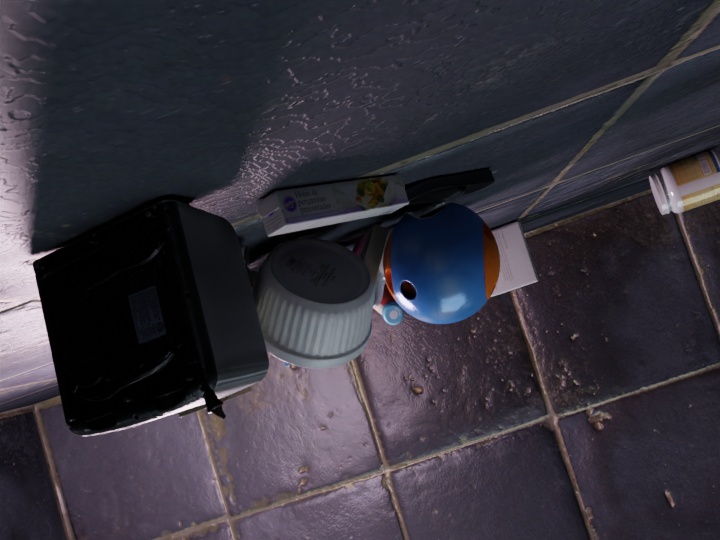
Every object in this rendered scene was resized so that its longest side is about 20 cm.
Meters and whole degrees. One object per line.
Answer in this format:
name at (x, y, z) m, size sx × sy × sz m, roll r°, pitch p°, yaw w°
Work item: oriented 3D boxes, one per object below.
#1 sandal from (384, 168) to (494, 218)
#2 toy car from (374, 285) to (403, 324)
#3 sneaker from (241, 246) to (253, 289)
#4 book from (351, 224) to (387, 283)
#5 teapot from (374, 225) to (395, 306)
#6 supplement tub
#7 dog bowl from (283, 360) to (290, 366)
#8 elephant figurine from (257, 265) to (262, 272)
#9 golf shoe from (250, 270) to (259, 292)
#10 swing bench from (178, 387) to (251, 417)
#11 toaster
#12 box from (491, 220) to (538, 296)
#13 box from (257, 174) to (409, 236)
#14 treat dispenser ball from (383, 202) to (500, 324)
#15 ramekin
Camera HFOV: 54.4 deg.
sandal at (0.120, -0.107, 1.010) m, size 0.197 × 0.044 × 0.076 m, roll -16°, pitch 175°, yaw -29°
toy car at (0.094, 0.026, 2.042) m, size 0.201 × 0.176 × 0.184 m, roll -50°, pitch -171°, yaw 2°
sneaker at (-0.199, 0.010, 0.990) m, size 0.088 × 0.080 × 0.200 m, roll -9°, pitch 168°, yaw -10°
book at (0.000, 0.000, 1.303) m, size 0.047 × 0.137 × 0.200 m, roll 16°, pitch 170°, yaw -8°
teapot at (0.122, -0.022, 1.389) m, size 0.195 × 0.149 × 0.198 m, roll -15°, pitch 173°, yaw -43°
supplement tub at (0.968, -0.256, 2.059) m, size 0.196 × 0.148 × 0.144 m, roll -19°, pitch 175°, yaw 18°
dog bowl at (-0.075, 0.120, 1.298) m, size 0.110 × 0.051 × 0.199 m, roll -25°, pitch 177°, yaw 30°
elephant figurine at (-0.093, 0.020, 1.279) m, size 0.198 × 0.155 × 0.143 m, roll -27°, pitch 150°, yaw -41°
golf shoe at (-0.173, 0.058, 1.146) m, size 0.090 × 0.077 × 0.198 m, roll -11°, pitch -148°, yaw -45°
swing bench at (-0.267, 0.123, 1.180) m, size 0.127 × 0.203 × 0.200 m, roll -17°, pitch 176°, yaw -13°
toaster at (-0.196, 0.055, 0.667) m, size 0.178 × 0.205 × 0.118 m, roll -20°, pitch 171°, yaw 21°
box at (0.462, -0.035, 2.282) m, size 0.168 × 0.203 × 0.200 m, roll -19°, pitch 177°, yaw 8°
box at (-0.025, -0.077, 0.800) m, size 0.197 × 0.040 × 0.041 m, roll -15°, pitch 173°, yaw -42°
treat dispenser ball at (0.136, -0.013, 1.177) m, size 0.196 × 0.205 × 0.201 m, roll -18°, pitch 176°, yaw -1°
ramekin at (-0.069, 0.040, 1.064) m, size 0.197 × 0.200 × 0.107 m, roll -15°, pitch 136°, yaw -35°
